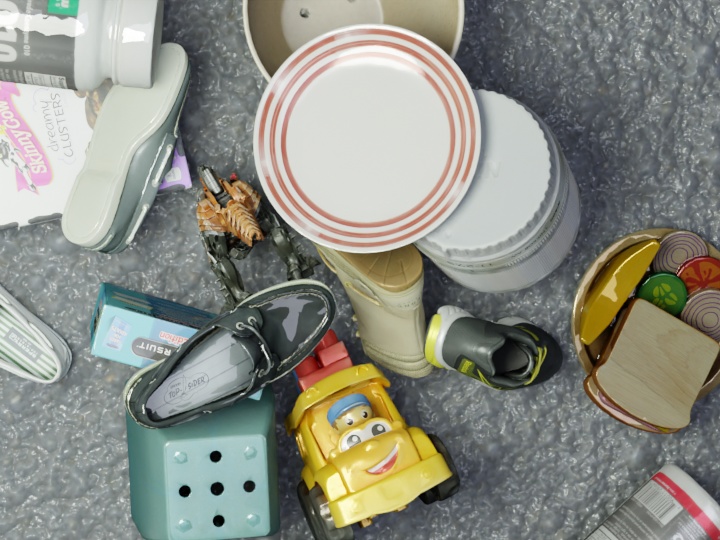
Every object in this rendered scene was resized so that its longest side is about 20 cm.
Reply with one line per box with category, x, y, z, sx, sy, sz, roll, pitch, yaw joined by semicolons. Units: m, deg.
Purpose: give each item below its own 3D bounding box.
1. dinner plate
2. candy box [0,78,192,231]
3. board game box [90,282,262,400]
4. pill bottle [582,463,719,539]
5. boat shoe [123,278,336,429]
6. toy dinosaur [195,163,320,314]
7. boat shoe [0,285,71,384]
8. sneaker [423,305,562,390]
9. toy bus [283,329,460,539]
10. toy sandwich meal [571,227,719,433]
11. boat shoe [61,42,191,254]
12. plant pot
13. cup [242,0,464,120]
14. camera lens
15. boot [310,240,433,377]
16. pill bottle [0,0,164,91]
dinner plate;0.006;-0.114;1.416;0.199;0.024;0.202;-1;84;8
candy box;-0.271;-0.136;1.509;0.199;0.072;0.169;-14;97;-9
board game box;-0.167;0.062;1.480;0.150;0.200;0.047;16;92;-10
pill bottle;0.271;0.296;1.621;0.200;0.111;0.111;-41;100;-4
boat shoe;-0.105;0.072;1.355;0.198;0.066;0.075;-24;98;-7
toy dinosaur;-0.114;-0.033;1.478;0.102;0.200;0.136;-25;101;13
boat shoe;-0.353;0.038;1.513;0.199;0.067;0.074;30;89;-11
sneaker;0.142;0.087;1.555;0.199;0.084;0.075;11;100;-50
toy bus;-0.007;0.147;1.521;0.135;0.200;0.193;-21;84;-9
toy sandwich meal;0.299;0.058;1.625;0.204;0.070;0.207;-1;95;-10
boat shoe;-0.200;-0.107;1.469;0.062;0.073;0.201;34;78;-54
plant pot;-0.140;0.180;1.495;0.140;0.200;0.142;-3;96;-9
cup;-0.017;-0.236;1.508;0.199;0.143;0.202;-1;96;-10
camera lens;0.116;-0.071;1.505;0.159;0.200;0.161;-3;79;13
boot;0.000;0.000;1.558;0.073;0.200;0.156;-34;141;-17
pill bottle;-0.273;-0.215;1.408;0.199;0.113;0.114;6;94;-3
